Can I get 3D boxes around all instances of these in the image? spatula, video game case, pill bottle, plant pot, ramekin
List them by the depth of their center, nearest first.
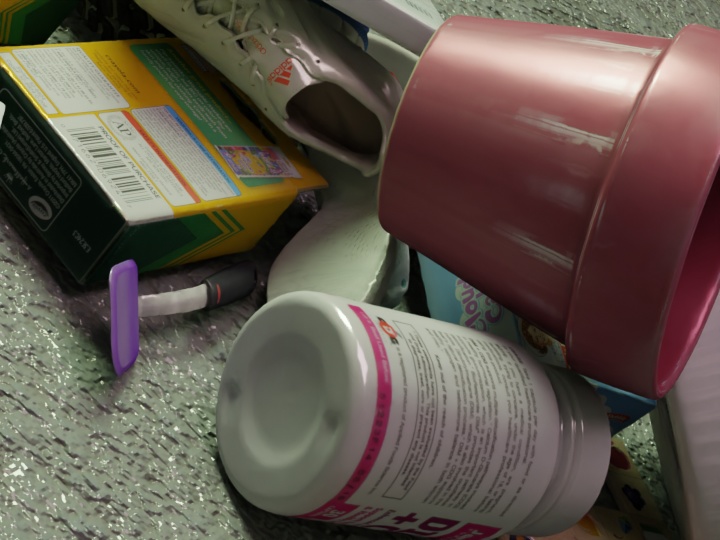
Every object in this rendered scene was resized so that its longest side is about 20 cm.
[{"bbox_3d":[0.032,0.082,1.279,0.199,0.113,0.114,14,38,-42],"label":"pill bottle"},{"bbox_3d":[-0.094,0.016,1.295,0.020,0.057,0.200,2,7,22],"label":"spatula"},{"bbox_3d":[0.114,-0.053,1.334,0.178,0.201,0.200,21,23,15],"label":"plant pot"},{"bbox_3d":[-0.047,-0.200,1.418,0.199,0.023,0.182,28,17,-21],"label":"video game case"},{"bbox_3d":[0.227,0.081,1.466,0.200,0.097,0.202,-12,90,-89],"label":"ramekin"}]

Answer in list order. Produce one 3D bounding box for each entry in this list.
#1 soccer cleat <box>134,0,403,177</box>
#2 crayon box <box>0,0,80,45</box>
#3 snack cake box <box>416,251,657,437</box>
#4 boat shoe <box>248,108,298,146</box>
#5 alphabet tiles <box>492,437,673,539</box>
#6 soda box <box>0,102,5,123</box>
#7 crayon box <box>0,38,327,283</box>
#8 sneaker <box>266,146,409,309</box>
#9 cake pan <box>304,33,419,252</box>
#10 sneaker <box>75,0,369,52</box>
[{"bbox_3d":[-0.054,-0.128,1.385,0.200,0.069,0.078,35,29,-16],"label":"soccer cleat"},{"bbox_3d":[-0.231,-0.184,1.336,0.126,0.052,0.200,43,8,3],"label":"crayon box"},{"bbox_3d":[0.098,0.002,1.487,0.115,0.067,0.201,20,46,-39],"label":"snack cake box"},{"bbox_3d":[-0.067,-0.145,1.549,0.066,0.072,0.202,7,49,-9],"label":"boat shoe"},{"bbox_3d":[0.117,0.145,1.423,0.199,0.008,0.168,17,36,-40],"label":"alphabet tiles"},{"bbox_3d":[-0.224,-0.025,1.154,0.068,0.064,0.200,32,27,-18],"label":"soda box"},{"bbox_3d":[-0.120,-0.065,1.351,0.126,0.052,0.200,50,28,16],"label":"crayon box"},{"bbox_3d":[0.000,0.000,1.424,0.200,0.075,0.089,-75,152,-49],"label":"sneaker"},{"bbox_3d":[0.035,-0.078,1.609,0.200,0.037,0.201,32,29,-19],"label":"cake pan"},{"bbox_3d":[-0.086,-0.169,1.484,0.199,0.079,0.089,19,41,6],"label":"sneaker"}]
